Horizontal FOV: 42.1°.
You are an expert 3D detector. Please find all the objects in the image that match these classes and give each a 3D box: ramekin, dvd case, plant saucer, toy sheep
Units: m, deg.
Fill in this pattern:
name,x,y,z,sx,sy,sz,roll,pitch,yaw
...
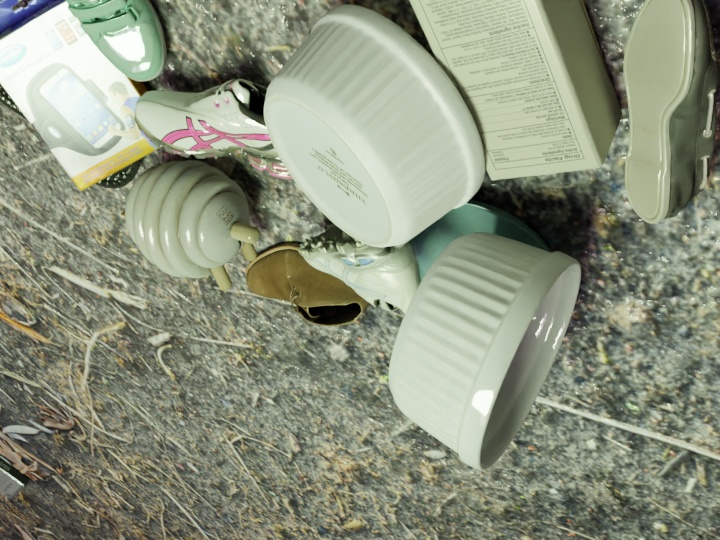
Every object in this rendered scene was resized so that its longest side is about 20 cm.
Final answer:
name,x,y,z,sx,sy,sz,roll,pitch,yaw
ramekin,0.108,0.063,0.834,0.104,0.201,0.202,25,144,22
ramekin,0.003,-0.111,0.788,0.202,0.094,0.203,42,161,18
dvd case,-0.872,0.451,2.174,0.199,0.025,0.150,40,143,-12
plant saucer,0.118,-0.003,0.937,0.196,0.036,0.202,19,141,16
toy sheep,-0.181,-0.053,1.018,0.197,0.139,0.139,9,139,32

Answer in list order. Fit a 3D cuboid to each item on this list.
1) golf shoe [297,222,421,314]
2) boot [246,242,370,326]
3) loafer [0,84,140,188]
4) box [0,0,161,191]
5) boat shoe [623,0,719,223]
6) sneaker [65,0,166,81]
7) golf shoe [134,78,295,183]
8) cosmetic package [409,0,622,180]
name,x,y,z,sx,sy,sz,roll,pitch,yaw
golf shoe,0.000,0.000,0.935,0.099,0.078,0.199,63,165,-16
boot,-0.065,0.019,1.062,0.197,0.076,0.074,-1,135,37
loafer,-0.325,-0.175,1.043,0.200,0.073,0.072,46,-175,-30
box,-0.296,-0.193,0.965,0.117,0.042,0.202,-26,124,8
boat shoe,0.238,-0.128,0.704,0.067,0.056,0.203,49,156,43
sneaker,-0.246,-0.240,0.846,0.072,0.119,0.202,-18,126,12
golf shoe,-0.129,-0.155,0.916,0.196,0.073,0.093,12,135,8
cosmetic package,0.117,-0.173,0.711,0.102,0.074,0.202,-2,132,37
